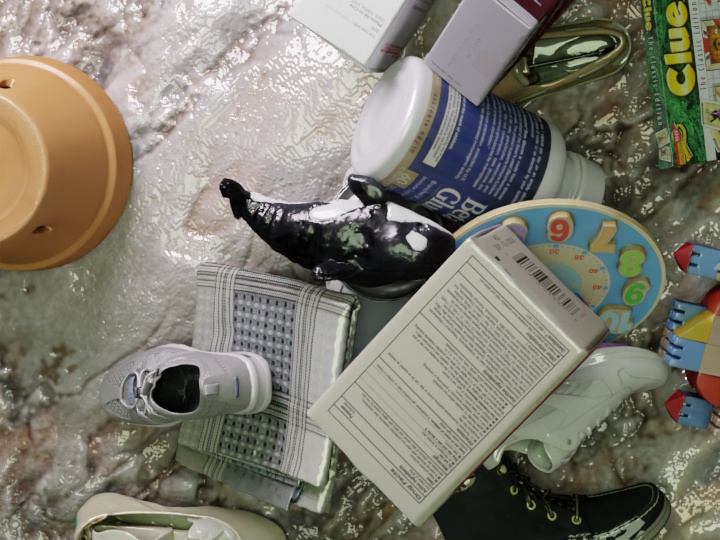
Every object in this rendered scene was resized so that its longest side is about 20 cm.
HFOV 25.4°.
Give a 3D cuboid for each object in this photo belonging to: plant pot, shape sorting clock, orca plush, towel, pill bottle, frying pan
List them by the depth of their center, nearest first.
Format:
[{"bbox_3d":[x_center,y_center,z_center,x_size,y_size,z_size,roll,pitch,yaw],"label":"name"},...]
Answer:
[{"bbox_3d":[-0.027,-0.026,1.302,0.200,0.071,0.105,25,129,6],"label":"orca plush"},{"bbox_3d":[0.102,-0.091,1.345,0.200,0.111,0.111,23,100,-21],"label":"pill bottle"},{"bbox_3d":[0.158,0.012,1.353,0.199,0.200,0.039,-7,52,10],"label":"shape sorting clock"},{"bbox_3d":[0.050,-0.004,1.386,0.190,0.031,0.115,45,80,-14],"label":"frying pan"},{"bbox_3d":[-0.090,0.103,1.418,0.192,0.035,0.201,13,99,38],"label":"towel"},{"bbox_3d":[-0.320,-0.092,1.428,0.200,0.140,0.201,1,96,10],"label":"plant pot"}]

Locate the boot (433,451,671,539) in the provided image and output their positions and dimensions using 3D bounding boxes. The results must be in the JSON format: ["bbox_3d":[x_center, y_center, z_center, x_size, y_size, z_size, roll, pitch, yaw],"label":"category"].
[{"bbox_3d":[0.151,0.196,1.389,0.203,0.074,0.154,-24,110,14],"label":"boot"}]

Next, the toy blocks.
[{"bbox_3d":[0.315,0.064,1.343,0.136,0.100,0.201,12,97,-3],"label":"toy blocks"}]

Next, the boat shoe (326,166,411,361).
[{"bbox_3d":[0.000,0.000,1.423,0.071,0.070,0.201,2,95,-32],"label":"boat shoe"}]

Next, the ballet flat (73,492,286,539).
[{"bbox_3d":[-0.170,0.250,1.472,0.199,0.069,0.070,5,96,9],"label":"ballet flat"}]

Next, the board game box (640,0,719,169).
[{"bbox_3d":[0.286,-0.191,1.349,0.105,0.023,0.201,-10,95,-25],"label":"board game box"}]

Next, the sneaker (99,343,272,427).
[{"bbox_3d":[-0.173,0.099,1.421,0.200,0.082,0.075,-12,81,41],"label":"sneaker"}]

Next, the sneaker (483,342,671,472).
[{"bbox_3d":[0.177,0.119,1.368,0.200,0.075,0.100,-10,74,-17],"label":"sneaker"}]

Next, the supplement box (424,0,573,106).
[{"bbox_3d":[0.143,-0.233,1.299,0.061,0.200,0.109,39,145,3],"label":"supplement box"}]

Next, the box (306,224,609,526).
[{"bbox_3d":[0.079,0.080,1.261,0.128,0.109,0.200,45,109,8],"label":"box"}]

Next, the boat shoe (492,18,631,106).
[{"bbox_3d":[0.133,-0.174,1.376,0.200,0.076,0.072,-20,92,11],"label":"boat shoe"}]

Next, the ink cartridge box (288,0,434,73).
[{"bbox_3d":[0.035,-0.272,1.348,0.084,0.146,0.200,34,99,4],"label":"ink cartridge box"}]
